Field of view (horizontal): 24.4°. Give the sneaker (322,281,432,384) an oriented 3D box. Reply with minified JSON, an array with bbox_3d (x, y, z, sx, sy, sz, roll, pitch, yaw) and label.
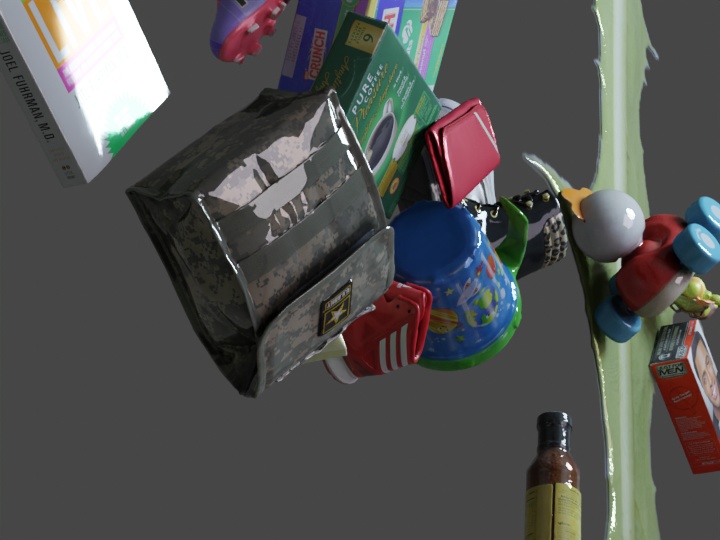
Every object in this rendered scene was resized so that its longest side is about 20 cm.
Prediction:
[{"bbox_3d":[0.000,0.000,1.478,0.201,0.115,0.078,65,29,-22],"label":"sneaker"}]

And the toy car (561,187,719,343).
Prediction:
[{"bbox_3d":[0.346,-0.049,2.174,0.200,0.184,0.177,43,32,-3],"label":"toy car"}]

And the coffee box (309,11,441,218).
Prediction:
[{"bbox_3d":[0.009,-0.132,1.460,0.123,0.044,0.200,-65,159,-6],"label":"coffee box"}]

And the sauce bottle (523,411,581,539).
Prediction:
[{"bbox_3d":[0.215,0.254,1.847,0.066,0.066,0.201,47,42,-46],"label":"sauce bottle"}]

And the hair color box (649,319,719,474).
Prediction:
[{"bbox_3d":[0.485,0.184,2.411,0.201,0.061,0.102,64,31,-24],"label":"hair color box"}]

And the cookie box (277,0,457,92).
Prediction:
[{"bbox_3d":[0.007,-0.204,1.552,0.200,0.075,0.172,-18,126,-62],"label":"cookie box"}]

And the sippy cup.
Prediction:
[{"bbox_3d":[0.076,0.006,1.574,0.131,0.139,0.179,65,36,-54],"label":"sippy cup"}]

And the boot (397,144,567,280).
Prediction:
[{"bbox_3d":[0.125,-0.063,1.718,0.153,0.073,0.205,-27,114,-22],"label":"boot"}]

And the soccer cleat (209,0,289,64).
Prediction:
[{"bbox_3d":[-0.095,-0.252,1.480,0.076,0.067,0.200,33,45,1],"label":"soccer cleat"}]

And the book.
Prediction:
[{"bbox_3d":[-0.222,-0.180,1.210,0.201,0.048,0.134,65,33,-27],"label":"book"}]

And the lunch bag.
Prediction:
[{"bbox_3d":[-0.063,-0.019,1.316,0.164,0.117,0.201,-39,118,-30],"label":"lunch bag"}]

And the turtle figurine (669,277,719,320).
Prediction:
[{"bbox_3d":[0.482,0.037,2.378,0.161,0.199,0.065,42,59,-77],"label":"turtle figurine"}]

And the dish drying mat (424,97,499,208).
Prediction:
[{"bbox_3d":[0.100,-0.117,1.599,0.200,0.018,0.077,-42,118,-69],"label":"dish drying mat"}]

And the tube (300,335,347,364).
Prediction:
[{"bbox_3d":[-0.062,-0.019,1.413,0.052,0.058,0.201,-2,79,-36],"label":"tube"}]

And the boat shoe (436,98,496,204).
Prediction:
[{"bbox_3d":[0.104,-0.082,1.778,0.066,0.072,0.201,-54,135,-62],"label":"boat shoe"}]
